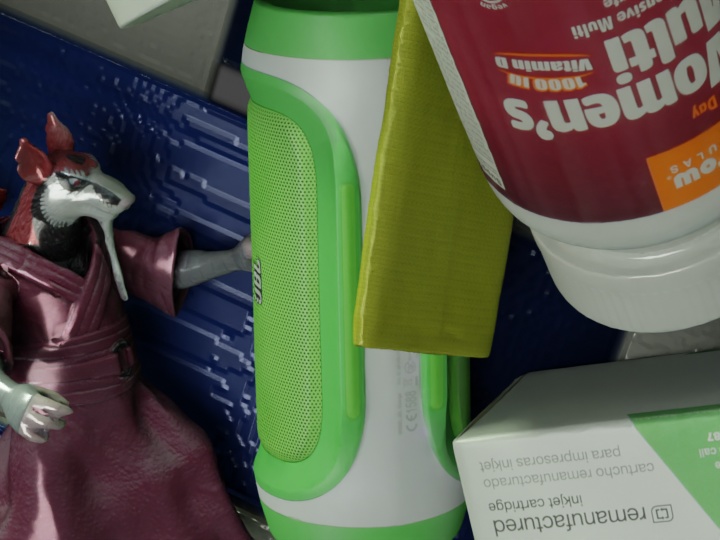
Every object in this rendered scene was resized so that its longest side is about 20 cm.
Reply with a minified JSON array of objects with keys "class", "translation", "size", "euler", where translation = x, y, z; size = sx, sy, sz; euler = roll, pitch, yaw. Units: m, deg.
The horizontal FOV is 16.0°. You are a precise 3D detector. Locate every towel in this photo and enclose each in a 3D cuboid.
[{"class":"towel","translation":[0.032,-0.072,0.869],"size":[0.018,0.086,0.201],"euler":[8,90,34]}]

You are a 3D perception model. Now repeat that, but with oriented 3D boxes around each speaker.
[{"class":"speaker","translation":[0.000,0.000,0.931],"size":[0.088,0.088,0.201],"euler":[5,106,21]}]

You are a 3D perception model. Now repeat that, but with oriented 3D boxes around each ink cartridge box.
[{"class":"ink cartridge box","translation":[0.132,0.134,0.915],"size":[0.145,0.084,0.201],"euler":[-9,102,25]}]

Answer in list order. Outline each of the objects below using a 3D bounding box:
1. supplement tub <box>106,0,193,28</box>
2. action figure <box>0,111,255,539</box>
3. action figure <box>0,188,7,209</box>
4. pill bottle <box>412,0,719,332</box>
[{"class":"supplement tub","translation":[-0.070,-0.198,0.871],"size":[0.144,0.144,0.201],"euler":[-23,95,26]},{"class":"action figure","translation":[-0.109,0.036,0.995],"size":[0.149,0.134,0.201],"euler":[7,109,51]},{"class":"action figure","translation":[-0.178,-0.006,1.022],"size":[0.065,0.099,0.201],"euler":[12,131,16]},{"class":"pill bottle","translation":[0.078,-0.077,0.820],"size":[0.109,0.110,0.200],"euler":[-2,138,23]}]
